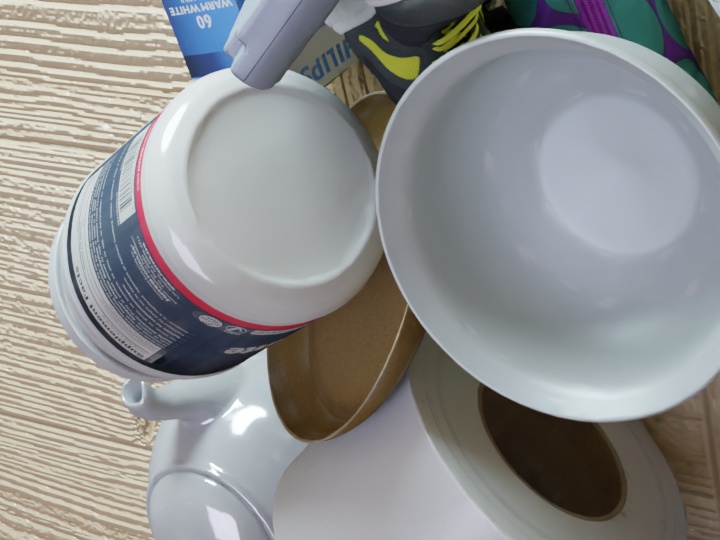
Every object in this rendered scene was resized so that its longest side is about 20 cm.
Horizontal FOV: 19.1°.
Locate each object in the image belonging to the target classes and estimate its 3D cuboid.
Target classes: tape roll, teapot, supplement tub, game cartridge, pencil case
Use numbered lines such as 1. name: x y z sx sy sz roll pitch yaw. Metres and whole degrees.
1. tape roll: 0.069 0.140 1.226 0.203 0.203 0.139 45 121 7
2. teapot: -0.071 0.164 1.426 0.200 0.146 0.198 37 136 14
3. supplement tub: -0.084 -0.019 1.181 0.141 0.140 0.200 54 150 -3
4. game cartridge: -0.008 -0.184 1.084 0.040 0.200 0.133 30 120 -9
5. pencil case: 0.119 -0.131 1.099 0.085 0.092 0.200 -25 105 9

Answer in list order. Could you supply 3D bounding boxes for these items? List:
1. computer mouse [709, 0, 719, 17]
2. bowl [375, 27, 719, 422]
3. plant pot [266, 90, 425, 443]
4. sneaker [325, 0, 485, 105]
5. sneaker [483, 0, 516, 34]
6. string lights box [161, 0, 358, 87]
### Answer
1. computer mouse: 0.197 -0.133 1.037 0.044 0.110 0.201 -14 98 49
2. bowl: 0.114 -0.035 1.039 0.201 0.090 0.202 15 122 26
3. plant pot: 0.000 0.000 1.192 0.027 0.201 0.200 13 144 -24
4. sneaker: 0.040 -0.128 1.072 0.085 0.074 0.200 55 172 -9
5. sneaker: 0.086 -0.060 1.193 0.200 0.078 0.090 57 139 10
6. string lights box: -0.070 -0.193 1.209 0.059 0.103 0.201 -3 115 39
